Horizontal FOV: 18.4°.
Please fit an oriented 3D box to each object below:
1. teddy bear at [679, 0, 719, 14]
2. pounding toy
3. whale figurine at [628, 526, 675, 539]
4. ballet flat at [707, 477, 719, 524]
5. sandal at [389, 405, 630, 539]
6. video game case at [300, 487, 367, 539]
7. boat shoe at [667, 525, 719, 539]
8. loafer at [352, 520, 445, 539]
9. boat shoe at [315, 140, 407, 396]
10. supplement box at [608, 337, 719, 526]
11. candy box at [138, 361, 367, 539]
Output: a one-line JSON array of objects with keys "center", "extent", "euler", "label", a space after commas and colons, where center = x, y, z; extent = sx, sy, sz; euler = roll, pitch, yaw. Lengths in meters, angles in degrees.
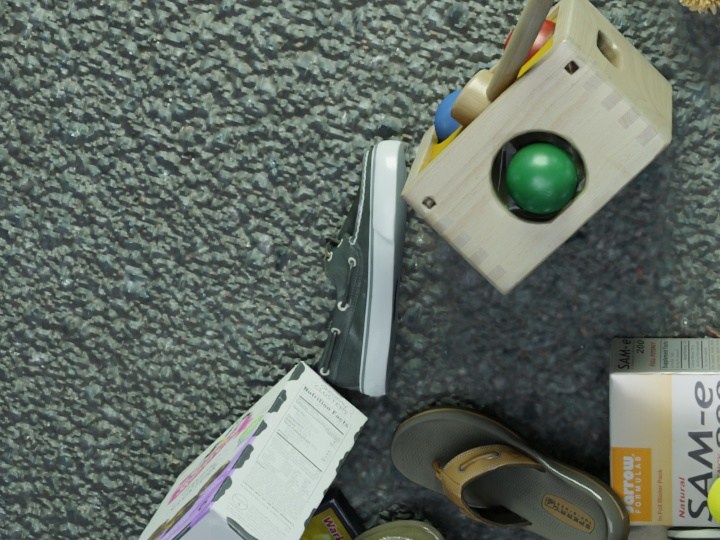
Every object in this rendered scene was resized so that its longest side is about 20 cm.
[{"center": [0.245, -0.270, 1.501], "extent": [0.145, 0.067, 0.200], "euler": [5, 111, 4], "label": "teddy bear"}, {"center": [0.116, -0.107, 1.506], "extent": [0.142, 0.200, 0.184], "euler": [44, 109, -8], "label": "pounding toy"}, {"center": [0.227, 0.281, 1.692], "extent": [0.159, 0.104, 0.200], "euler": [-19, 86, -16], "label": "whale figurine"}, {"center": [0.346, 0.177, 1.568], "extent": [0.200, 0.067, 0.067], "euler": [8, 108, 3], "label": "ballet flat"}, {"center": [0.103, 0.163, 1.648], "extent": [0.200, 0.055, 0.082], "euler": [28, 124, 25], "label": "sandal"}, {"center": [-0.040, 0.294, 1.764], "extent": [0.181, 0.026, 0.200], "euler": [-30, 102, 17], "label": "video game case"}, {"center": [0.325, 0.219, 1.647], "extent": [0.201, 0.074, 0.063], "euler": [6, 90, -4], "label": "boat shoe"}, {"center": [-0.017, 0.261, 1.699], "extent": [0.200, 0.067, 0.076], "euler": [-34, 101, 18], "label": "loafer"}, {"center": [0.000, 0.000, 1.632], "extent": [0.057, 0.069, 0.200], "euler": [7, 112, 6], "label": "boat shoe"}, {"center": [0.282, 0.119, 1.629], "extent": [0.200, 0.074, 0.126], "euler": [-1, 110, 8], "label": "supplement box"}, {"center": [-0.097, 0.182, 1.622], "extent": [0.072, 0.200, 0.168], "euler": [42, 123, -6], "label": "candy box"}]
